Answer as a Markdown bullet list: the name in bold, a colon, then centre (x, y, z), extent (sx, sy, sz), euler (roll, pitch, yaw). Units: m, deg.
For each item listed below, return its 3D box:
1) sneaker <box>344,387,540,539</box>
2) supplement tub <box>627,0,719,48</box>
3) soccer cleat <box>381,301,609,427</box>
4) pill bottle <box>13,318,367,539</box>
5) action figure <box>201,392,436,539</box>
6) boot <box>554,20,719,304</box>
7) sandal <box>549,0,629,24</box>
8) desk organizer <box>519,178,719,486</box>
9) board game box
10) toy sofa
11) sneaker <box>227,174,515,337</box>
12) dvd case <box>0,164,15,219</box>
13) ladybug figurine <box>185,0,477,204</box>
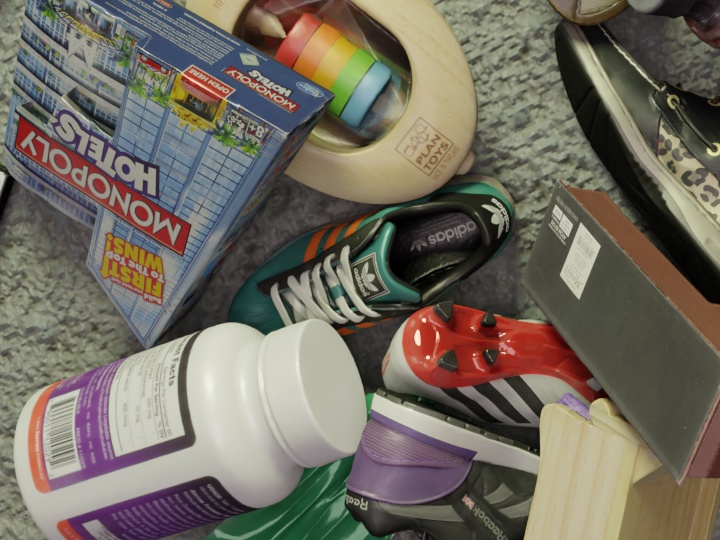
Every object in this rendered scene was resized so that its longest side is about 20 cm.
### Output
- **sneaker**: centre (0.076, 0.142, 0.934), extent (0.198, 0.076, 0.089), euler (23, 88, -25)
- **supplement tub**: centre (0.244, -0.172, 0.848), extent (0.197, 0.107, 0.109), euler (0, 99, -15)
- **soccer cleat**: centre (0.108, 0.065, 0.951), extent (0.197, 0.085, 0.070), euler (10, 65, -19)
- **pill bottle**: centre (-0.100, 0.097, 0.941), extent (0.198, 0.111, 0.113), euler (-19, 96, 23)
- **action figure**: centre (-0.013, 0.146, 0.981), extent (0.118, 0.055, 0.201), euler (39, 91, -10)
- **boot**: centre (0.222, -0.092, 0.917), extent (0.153, 0.074, 0.205), euler (-32, 76, -4)
- **sandal**: centre (0.114, -0.240, 0.910), extent (0.081, 0.055, 0.202), euler (-25, 80, 6)
- **desk organizer**: centre (0.170, 0.031, 0.861), extent (0.076, 0.200, 0.072), euler (6, 118, -25)
- **board game box**: centre (-0.135, -0.062, 0.934), extent (0.199, 0.062, 0.201), euler (30, 129, 12)
- **toy sofa**: centre (0.148, 0.173, 0.895), extent (0.097, 0.082, 0.203), euler (20, 102, 46)
- **sneaker**: centre (0.000, 0.000, 0.948), extent (0.198, 0.080, 0.072), euler (-27, 94, 13)
- **dvd case**: centre (-0.340, -0.032, 1.018), extent (0.198, 0.025, 0.152), euler (22, 100, 3)
- **ladybug figurine**: centre (-0.013, -0.121, 0.937), extent (0.199, 0.072, 0.136), euler (39, 102, 1)
